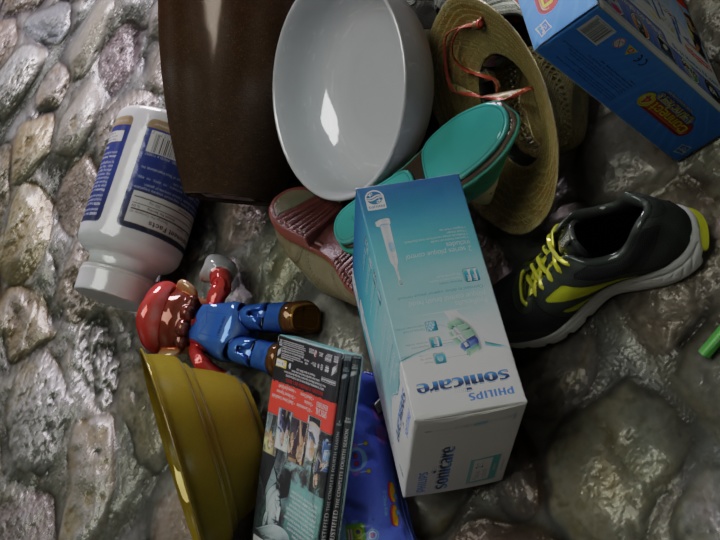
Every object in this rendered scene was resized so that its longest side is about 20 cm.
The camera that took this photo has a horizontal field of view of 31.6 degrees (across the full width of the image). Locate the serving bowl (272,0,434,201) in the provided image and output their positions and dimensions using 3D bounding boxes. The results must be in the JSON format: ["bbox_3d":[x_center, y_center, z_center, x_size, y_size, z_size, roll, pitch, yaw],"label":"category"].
[{"bbox_3d":[0.002,-0.161,1.124,0.200,0.066,0.200,6,97,53],"label":"serving bowl"}]

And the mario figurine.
[{"bbox_3d":[-0.126,0.058,1.226,0.200,0.106,0.123,10,40,34],"label":"mario figurine"}]

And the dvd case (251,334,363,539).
[{"bbox_3d":[-0.046,0.157,1.015,0.146,0.022,0.200,-174,93,-67],"label":"dvd case"}]

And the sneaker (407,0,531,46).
[{"bbox_3d":[0.107,-0.231,1.133,0.200,0.078,0.082,8,75,45],"label":"sneaker"}]

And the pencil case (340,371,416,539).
[{"bbox_3d":[0.001,0.173,1.030,0.087,0.078,0.200,-28,53,28],"label":"pencil case"}]

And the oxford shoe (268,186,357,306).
[{"bbox_3d":[0.000,0.000,1.138,0.070,0.075,0.200,-35,55,-22],"label":"oxford shoe"}]

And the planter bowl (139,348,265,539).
[{"bbox_3d":[-0.128,0.154,1.124,0.083,0.200,0.200,-16,48,-12],"label":"planter bowl"}]

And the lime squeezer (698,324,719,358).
[{"bbox_3d":[0.287,-0.034,0.897,0.071,0.038,0.200,6,75,44],"label":"lime squeezer"}]

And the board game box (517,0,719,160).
[{"bbox_3d":[0.185,-0.207,0.961,0.056,0.200,0.196,-33,50,29],"label":"board game box"}]

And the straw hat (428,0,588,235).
[{"bbox_3d":[0.139,-0.137,1.044,0.201,0.085,0.201,47,147,46],"label":"straw hat"}]

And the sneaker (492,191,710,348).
[{"bbox_3d":[0.159,-0.008,0.968,0.200,0.085,0.074,-30,51,29],"label":"sneaker"}]

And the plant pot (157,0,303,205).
[{"bbox_3d":[-0.118,-0.168,1.257,0.187,0.187,0.200,5,87,44],"label":"plant pot"}]

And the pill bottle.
[{"bbox_3d":[-0.230,-0.062,1.337,0.111,0.111,0.200,3,72,44],"label":"pill bottle"}]

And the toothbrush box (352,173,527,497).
[{"bbox_3d":[0.053,0.051,0.972,0.085,0.146,0.200,-8,58,-7],"label":"toothbrush box"}]

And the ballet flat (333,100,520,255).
[{"bbox_3d":[0.067,-0.068,1.042,0.200,0.070,0.067,-35,49,32],"label":"ballet flat"}]

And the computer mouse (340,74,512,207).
[{"bbox_3d":[0.048,-0.111,1.150,0.200,0.046,0.140,-22,55,34],"label":"computer mouse"}]
